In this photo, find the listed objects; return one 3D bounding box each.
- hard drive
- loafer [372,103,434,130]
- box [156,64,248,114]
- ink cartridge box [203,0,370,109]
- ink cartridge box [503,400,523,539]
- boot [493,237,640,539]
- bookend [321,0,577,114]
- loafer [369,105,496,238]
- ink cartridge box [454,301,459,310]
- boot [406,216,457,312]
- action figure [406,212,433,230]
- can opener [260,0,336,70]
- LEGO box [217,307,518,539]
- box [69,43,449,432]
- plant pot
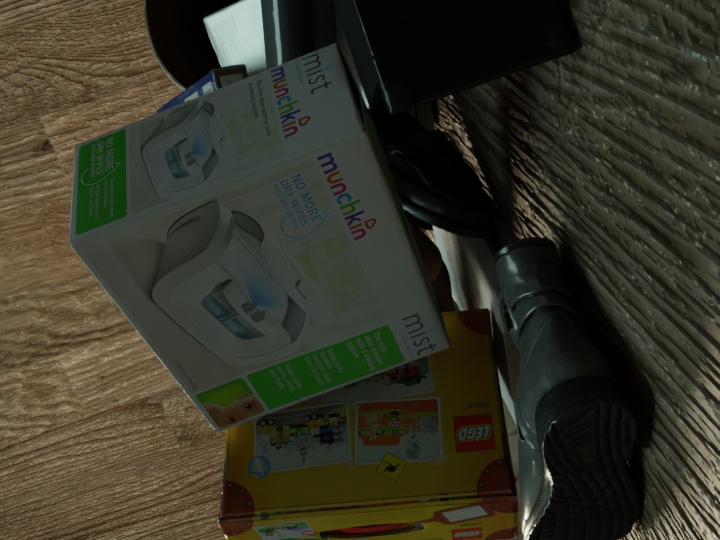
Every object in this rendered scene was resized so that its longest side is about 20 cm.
[{"bbox_3d":[0.099,0.015,0.770,0.200,0.025,0.132,-111,5,-50],"label":"hard drive"},{"bbox_3d":[0.011,-0.202,0.790,0.072,0.062,0.201,-120,13,-72],"label":"loafer"},{"bbox_3d":[-0.123,-0.092,0.773,0.200,0.032,0.122,1,106,64],"label":"box"},{"bbox_3d":[-0.022,-0.170,0.692,0.199,0.050,0.110,-9,109,43],"label":"ink cartridge box"},{"bbox_3d":[0.092,0.211,0.888,0.145,0.144,0.201,-112,6,-53],"label":"ink cartridge box"},{"bbox_3d":[0.121,0.082,0.570,0.201,0.069,0.132,86,174,-47],"label":"boot"},{"bbox_3d":[0.020,-0.180,0.508,0.199,0.092,0.201,-170,61,-88],"label":"bookend"},{"bbox_3d":[0.037,-0.092,0.721,0.200,0.072,0.063,42,120,46],"label":"loafer"},{"bbox_3d":[0.027,0.118,1.003,0.067,0.199,0.118,-122,15,-76],"label":"ink cartridge box"},{"bbox_3d":[0.000,0.000,0.783,0.199,0.072,0.167,22,153,46],"label":"boot"},{"bbox_3d":[0.009,-0.061,0.993,0.200,0.069,0.131,-15,77,63],"label":"action figure"},{"bbox_3d":[-0.030,-0.119,0.647,0.067,0.053,0.201,36,140,42],"label":"can opener"},{"bbox_3d":[0.006,0.118,0.672,0.077,0.198,0.150,77,-171,-53],"label":"LEGO box"},{"bbox_3d":[-0.055,-0.013,0.591,0.201,0.175,0.097,66,-173,-45],"label":"box"},{"bbox_3d":[-0.069,-0.246,0.885,0.200,0.186,0.188,-8,-101,-61],"label":"plant pot"}]
